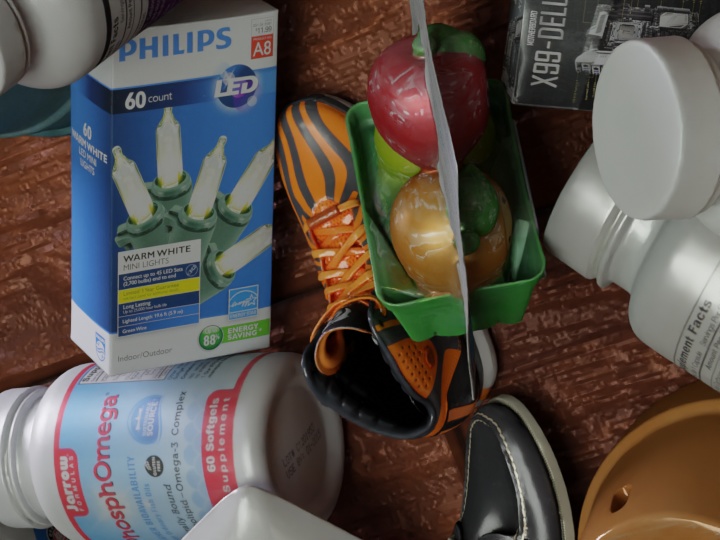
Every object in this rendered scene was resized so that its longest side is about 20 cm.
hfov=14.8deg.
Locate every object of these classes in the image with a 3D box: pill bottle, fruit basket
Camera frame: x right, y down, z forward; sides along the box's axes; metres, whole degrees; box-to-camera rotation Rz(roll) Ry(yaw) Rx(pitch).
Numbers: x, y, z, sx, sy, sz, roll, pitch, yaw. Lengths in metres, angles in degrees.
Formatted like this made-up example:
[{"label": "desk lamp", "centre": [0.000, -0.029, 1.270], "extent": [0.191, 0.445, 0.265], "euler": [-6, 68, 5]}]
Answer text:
[{"label": "pill bottle", "centre": [-0.143, -0.168, 1.413], "extent": [0.112, 0.200, 0.113], "euler": [28, 139, 27]}, {"label": "pill bottle", "centre": [-0.118, 0.105, 1.595], "extent": [0.199, 0.109, 0.109], "euler": [-5, 103, 28]}, {"label": "pill bottle", "centre": [0.198, 0.005, 1.401], "extent": [0.200, 0.114, 0.115], "euler": [33, 117, 15]}, {"label": "pill bottle", "centre": [0.216, -0.070, 1.312], "extent": [0.113, 0.199, 0.113], "euler": [176, 90, -67]}, {"label": "fruit basket", "centre": [0.046, -0.063, 1.393], "extent": [0.093, 0.186, 0.200], "euler": [-6, 144, -5]}]

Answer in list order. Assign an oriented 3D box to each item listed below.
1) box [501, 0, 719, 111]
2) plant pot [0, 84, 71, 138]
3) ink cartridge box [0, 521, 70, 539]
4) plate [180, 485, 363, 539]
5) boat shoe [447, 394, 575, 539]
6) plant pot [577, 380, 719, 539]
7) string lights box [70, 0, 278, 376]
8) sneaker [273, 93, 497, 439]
[{"label": "box", "centre": [0.159, -0.175, 1.364], "extent": [0.157, 0.050, 0.201], "euler": [3, 109, -6]}, {"label": "plant pot", "centre": [-0.240, -0.150, 1.524], "extent": [0.199, 0.196, 0.201], "euler": [10, 110, 28]}, {"label": "ink cartridge box", "centre": [-0.287, 0.158, 1.674], "extent": [0.200, 0.147, 0.145], "euler": [50, 120, 6]}, {"label": "plate", "centre": [-0.046, 0.225, 1.575], "extent": [0.200, 0.032, 0.200], "euler": [30, 124, -26]}, {"label": "boat shoe", "centre": [0.076, 0.171, 1.526], "extent": [0.073, 0.062, 0.201], "euler": [10, 108, 60]}, {"label": "plant pot", "centre": [0.192, 0.167, 1.440], "extent": [0.199, 0.140, 0.201], "euler": [7, 107, 24]}, {"label": "string lights box", "centre": [-0.104, -0.051, 1.531], "extent": [0.059, 0.102, 0.201], "euler": [37, 131, 53]}, {"label": "sneaker", "centre": [0.000, 0.000, 1.501], "extent": [0.077, 0.112, 0.200], "euler": [-32, 88, 30]}]
